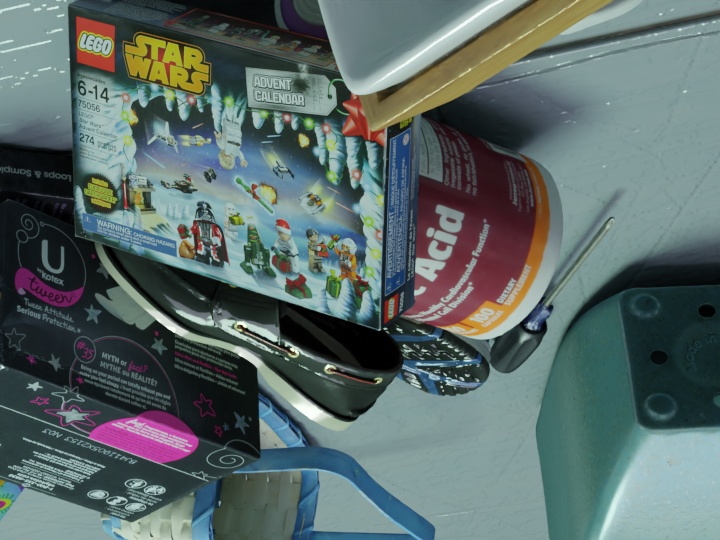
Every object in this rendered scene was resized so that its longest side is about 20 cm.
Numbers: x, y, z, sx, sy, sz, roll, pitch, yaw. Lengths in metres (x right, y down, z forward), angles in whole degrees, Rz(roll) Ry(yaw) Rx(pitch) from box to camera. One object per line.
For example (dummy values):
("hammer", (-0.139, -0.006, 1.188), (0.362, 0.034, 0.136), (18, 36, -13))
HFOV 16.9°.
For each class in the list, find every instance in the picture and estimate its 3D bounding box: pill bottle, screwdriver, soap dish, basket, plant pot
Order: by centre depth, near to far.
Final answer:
("soap dish", (0.064, -0.177, 1.135), (0.200, 0.158, 0.081), (-30, 158, 37))
("pill bottle", (0.009, -0.038, 1.390), (0.199, 0.115, 0.114), (18, 143, -33))
("screwdriver", (0.130, 0.013, 1.581), (0.029, 0.028, 0.200), (-22, 161, -34))
("plant pot", (0.225, 0.114, 1.613), (0.194, 0.197, 0.201), (-3, 140, -1))
("basket", (-0.065, 0.165, 1.702), (0.199, 0.140, 0.176), (-7, 150, 26))

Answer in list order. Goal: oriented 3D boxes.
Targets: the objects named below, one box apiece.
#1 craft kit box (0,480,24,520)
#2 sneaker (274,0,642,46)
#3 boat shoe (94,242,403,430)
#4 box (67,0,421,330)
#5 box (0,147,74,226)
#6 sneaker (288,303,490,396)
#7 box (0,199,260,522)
("craft kit box", (-0.315, 0.120, 1.608), (0.199, 0.049, 0.198), (24, 107, -39))
("sneaker", (0.058, -0.148, 1.274), (0.199, 0.075, 0.100), (-7, 166, 9))
("boat shoe", (-0.065, 0.018, 1.438), (0.201, 0.074, 0.063), (34, 122, -17))
("box", (-0.063, -0.061, 1.266), (0.199, 0.040, 0.138), (16, 119, 28))
("box", (-0.197, -0.020, 1.477), (0.199, 0.036, 0.143), (5, 149, -18))
("sneaker", (0.000, 0.000, 1.504), (0.200, 0.077, 0.076), (35, 138, -23))
("box", (-0.175, 0.058, 1.468), (0.199, 0.115, 0.132), (24, 141, -38))
